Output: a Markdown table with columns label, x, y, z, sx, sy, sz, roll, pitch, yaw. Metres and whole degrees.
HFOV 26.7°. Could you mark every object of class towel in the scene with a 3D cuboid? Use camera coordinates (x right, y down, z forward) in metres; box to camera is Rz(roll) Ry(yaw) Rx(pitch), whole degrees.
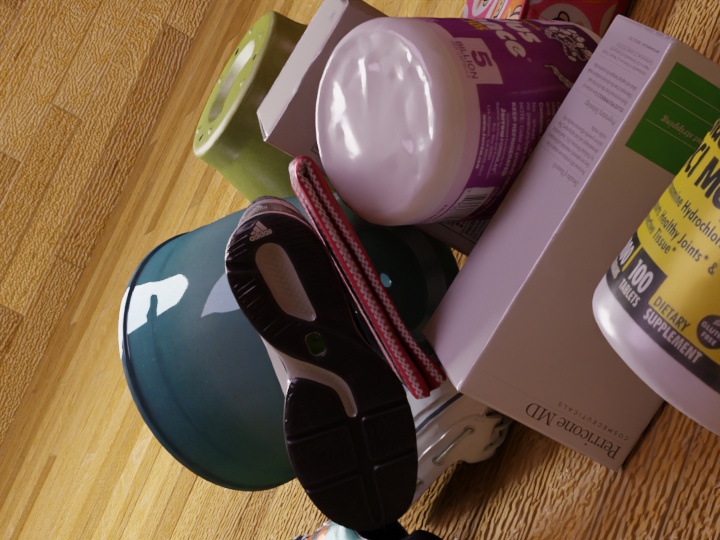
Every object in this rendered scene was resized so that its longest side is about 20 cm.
| label | x | y | z | sx | sy | sz | roll | pitch | yaw |
| --- | --- | --- | --- | --- | --- | --- | --- | --- | --- |
| towel | 0.000 | 0.000 | 0.871 | 0.022 | 0.145 | 0.200 | -30 | 3 | -2 |

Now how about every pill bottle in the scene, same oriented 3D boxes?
| label | x | y | z | sx | sy | sz | roll | pitch | yaw |
| --- | --- | --- | --- | --- | --- | --- | --- | --- | --- |
| pill bottle | 0.082 | -0.086 | 0.854 | 0.112 | 0.199 | 0.113 | 9 | 102 | 49 |
| pill bottle | 0.192 | -0.032 | 0.613 | 0.201 | 0.112 | 0.113 | -56 | 18 | 18 |

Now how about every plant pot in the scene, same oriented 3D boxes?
| label | x | y | z | sx | sy | sz | roll | pitch | yaw |
| --- | --- | --- | --- | --- | --- | --- | --- | --- | --- |
| plant pot | -0.036 | 0.035 | 1.063 | 0.188 | 0.200 | 0.201 | -27 | 37 | 43 |
| plant pot | -0.022 | -0.106 | 1.210 | 0.201 | 0.192 | 0.201 | -52 | 19 | 27 |

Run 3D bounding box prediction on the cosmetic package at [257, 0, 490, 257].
| label | x | y | z | sx | sy | sz | roll | pitch | yaw |
| --- | --- | --- | --- | --- | --- | --- | --- | --- | --- |
| cosmetic package | 0.043 | -0.087 | 0.979 | 0.105 | 0.199 | 0.071 | -56 | 18 | 12 |

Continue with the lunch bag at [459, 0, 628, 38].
| label | x | y | z | sx | sy | sz | roll | pitch | yaw |
| --- | --- | --- | --- | --- | --- | --- | --- | --- | --- |
| lunch bag | 0.132 | -0.212 | 1.115 | 0.201 | 0.082 | 0.176 | -65 | 17 | -8 |

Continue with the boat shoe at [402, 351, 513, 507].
| label | x | y | z | sx | sy | sz | roll | pitch | yaw |
| --- | --- | --- | --- | --- | --- | --- | --- | --- | --- |
| boat shoe | 0.061 | 0.082 | 0.907 | 0.200 | 0.067 | 0.074 | -44 | 4 | 43 |

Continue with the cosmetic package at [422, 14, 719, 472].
| label | x | y | z | sx | sy | sz | roll | pitch | yaw |
| --- | --- | --- | --- | --- | --- | --- | --- | --- | --- |
| cosmetic package | 0.131 | -0.014 | 0.775 | 0.201 | 0.107 | 0.085 | -61 | 19 | 10 |

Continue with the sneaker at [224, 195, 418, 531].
| label | x | y | z | sx | sy | sz | roll | pitch | yaw |
| --- | --- | --- | --- | --- | --- | --- | --- | --- | --- |
| sneaker | -0.018 | 0.045 | 0.886 | 0.075 | 0.202 | 0.115 | -19 | 16 | 4 |

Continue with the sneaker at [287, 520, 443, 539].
| label | x | y | z | sx | sy | sz | roll | pitch | yaw |
| --- | --- | --- | --- | --- | --- | --- | --- | --- | --- |
| sneaker | -0.005 | 0.185 | 0.938 | 0.200 | 0.071 | 0.080 | 0 | 62 | 62 |
